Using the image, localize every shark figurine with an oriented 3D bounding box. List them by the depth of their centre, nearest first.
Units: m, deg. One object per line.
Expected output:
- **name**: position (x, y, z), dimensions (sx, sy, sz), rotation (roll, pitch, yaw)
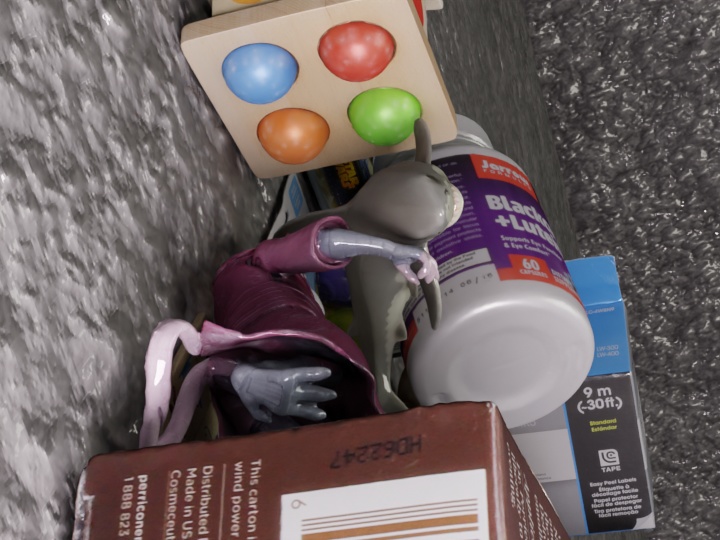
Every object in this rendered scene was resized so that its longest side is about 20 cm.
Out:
- **shark figurine**: position (-0.004, 0.004, 0.828), dimensions (0.128, 0.089, 0.215), rotation (-100, -165, -44)

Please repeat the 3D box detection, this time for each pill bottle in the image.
- **pill bottle**: position (0.066, -0.008, 0.952), dimensions (0.200, 0.111, 0.112), rotation (-106, 174, -47)

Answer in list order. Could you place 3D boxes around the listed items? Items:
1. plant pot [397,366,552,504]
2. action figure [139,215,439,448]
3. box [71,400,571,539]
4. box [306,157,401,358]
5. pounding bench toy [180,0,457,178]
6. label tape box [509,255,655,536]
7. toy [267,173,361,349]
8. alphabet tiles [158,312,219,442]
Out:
- **plant pot**: position (0.078, 0.147, 1.016), dimensions (0.200, 0.027, 0.200), rotation (55, -14, 21)
- **action figure**: position (-0.044, 0.043, 0.721), dimensions (0.200, 0.149, 0.134), rotation (-115, -145, -59)
- **box**: position (0.001, 0.173, 0.589), dimensions (0.200, 0.164, 0.166), rotation (59, 25, -53)
- **box**: position (0.006, -0.055, 1.096), dimensions (0.137, 0.040, 0.200), rotation (-86, 160, -52)
- **pounding bench toy**: position (-0.010, -0.126, 0.901), dimensions (0.200, 0.124, 0.156), rotation (61, 21, -53)
- **label tape box**: position (0.130, 0.097, 1.115), dimensions (0.066, 0.143, 0.200), rotation (-74, 154, -61)
- **toy**: position (-0.002, 0.042, 0.963), dimensions (0.115, 0.047, 0.200), rotation (-80, 155, -62)
- **alphabet tiles**: position (-0.058, 0.129, 0.743), dimensions (0.166, 0.006, 0.200), rotation (-73, 149, -65)
